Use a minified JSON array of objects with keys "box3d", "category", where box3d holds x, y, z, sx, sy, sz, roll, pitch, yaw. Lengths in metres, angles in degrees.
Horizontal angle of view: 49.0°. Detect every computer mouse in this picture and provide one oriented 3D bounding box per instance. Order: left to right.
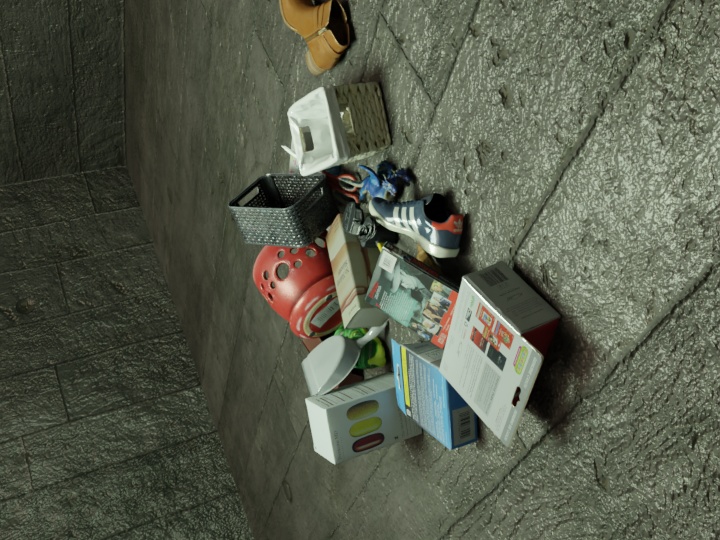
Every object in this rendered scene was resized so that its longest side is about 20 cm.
[{"box3d":[0.005,-0.085,1.419,0.200,0.033,0.060,-138,60,-72],"category":"computer mouse"}]

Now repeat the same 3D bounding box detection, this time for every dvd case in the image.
[{"box3d":[0.107,0.052,1.311,0.198,0.022,0.147,30,140,11],"category":"dvd case"}]

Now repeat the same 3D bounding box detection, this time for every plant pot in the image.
[{"box3d":[-0.106,0.031,1.699,0.183,0.198,0.202,51,146,29],"category":"plant pot"}]

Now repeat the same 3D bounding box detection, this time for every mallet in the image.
[{"box3d":[0.041,-0.015,1.432,0.202,0.064,0.042,-101,16,-50],"category":"mallet"}]

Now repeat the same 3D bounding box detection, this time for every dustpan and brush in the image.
[{"box3d":[-0.027,0.163,1.612,0.200,0.057,0.140,-48,27,10],"category":"dustpan and brush"}]

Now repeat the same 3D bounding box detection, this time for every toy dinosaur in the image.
[{"box3d":[0.125,0.014,1.338,0.202,0.059,0.107,59,149,34],"category":"toy dinosaur"}]

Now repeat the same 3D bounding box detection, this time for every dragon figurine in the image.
[{"box3d":[0.029,-0.168,1.455,0.200,0.058,0.101,46,141,49],"category":"dragon figurine"}]

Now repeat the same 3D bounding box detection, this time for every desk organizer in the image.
[{"box3d":[-0.065,0.189,1.831,0.200,0.070,0.078,51,143,44],"category":"desk organizer"}]

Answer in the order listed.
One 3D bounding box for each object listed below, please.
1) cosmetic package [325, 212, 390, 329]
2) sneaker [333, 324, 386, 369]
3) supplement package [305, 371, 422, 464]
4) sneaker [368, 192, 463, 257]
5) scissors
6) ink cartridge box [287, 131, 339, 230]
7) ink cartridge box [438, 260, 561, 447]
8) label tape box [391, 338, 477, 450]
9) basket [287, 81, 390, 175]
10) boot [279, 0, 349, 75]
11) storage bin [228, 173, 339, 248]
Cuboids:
[{"box3d":[0.000,0.000,1.534,0.104,0.085,0.204,124,137,-56],"category":"cosmetic package"},{"box3d":[-0.018,0.162,1.696,0.199,0.082,0.076,17,118,63],"category":"sneaker"},{"box3d":[0.006,0.289,1.566,0.109,0.197,0.116,5,108,64],"category":"supplement package"},{"box3d":[0.096,-0.098,1.320,0.199,0.074,0.086,32,115,36],"category":"sneaker"},{"box3d":[-0.084,-0.191,1.623,0.197,0.014,0.074,25,134,18],"category":"scissors"},{"box3d":[-0.107,-0.187,1.734,0.116,0.067,0.203,54,147,39],"category":"ink cartridge box"},{"box3d":[0.213,0.125,1.163,0.176,0.083,0.203,49,144,36],"category":"ink cartridge box"},{"box3d":[0.130,0.210,1.421,0.199,0.065,0.146,-152,53,-63],"category":"label tape box"},{"box3d":[-0.041,-0.266,1.483,0.199,0.121,0.139,-4,99,66],"category":"basket"},{"box3d":[-0.083,-0.493,1.529,0.203,0.073,0.154,66,157,-3],"category":"boot"},{"box3d":[-0.157,-0.126,1.632,0.197,0.135,0.095,6,129,40],"category":"storage bin"}]
